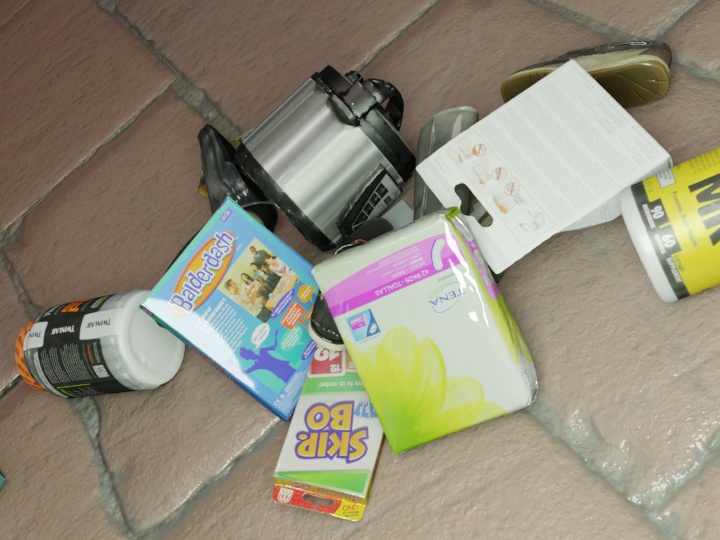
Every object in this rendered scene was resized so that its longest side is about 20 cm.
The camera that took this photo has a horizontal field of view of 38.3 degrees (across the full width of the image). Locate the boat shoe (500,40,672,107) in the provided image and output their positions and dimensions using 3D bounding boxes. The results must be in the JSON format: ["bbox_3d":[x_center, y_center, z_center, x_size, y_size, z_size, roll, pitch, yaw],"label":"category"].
[{"bbox_3d":[0.257,-0.217,1.176,0.199,0.073,0.065,1,43,35],"label":"boat shoe"}]

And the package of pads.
[{"bbox_3d":[0.066,0.055,0.980,0.154,0.201,0.068,-23,4,21],"label":"package of pads"}]

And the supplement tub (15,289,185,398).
[{"bbox_3d":[-0.329,0.095,1.298,0.199,0.123,0.123,-10,48,31],"label":"supplement tub"}]

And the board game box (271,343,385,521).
[{"bbox_3d":[-0.019,0.149,1.052,0.095,0.030,0.201,10,59,12],"label":"board game box"}]

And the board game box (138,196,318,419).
[{"bbox_3d":[-0.115,0.042,1.129,0.152,0.200,0.045,-52,7,-15],"label":"board game box"}]

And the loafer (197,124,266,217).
[{"bbox_3d":[-0.193,-0.130,1.399,0.072,0.073,0.200,-40,39,8],"label":"loafer"}]

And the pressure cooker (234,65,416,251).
[{"bbox_3d":[-0.028,-0.145,1.236,0.200,0.179,0.176,-43,32,1],"label":"pressure cooker"}]

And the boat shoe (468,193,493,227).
[{"bbox_3d":[0.197,-0.106,1.108,0.200,0.075,0.068,-34,45,9],"label":"boat shoe"}]

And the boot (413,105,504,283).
[{"bbox_3d":[0.103,-0.078,1.093,0.182,0.072,0.201,-10,57,55],"label":"boot"}]

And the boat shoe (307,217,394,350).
[{"bbox_3d":[0.003,0.001,1.118,0.073,0.063,0.202,25,40,3],"label":"boat shoe"}]

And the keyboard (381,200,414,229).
[{"bbox_3d":[0.070,-0.018,1.181,0.056,0.011,0.200,-36,40,-2],"label":"keyboard"}]

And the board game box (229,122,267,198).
[{"bbox_3d":[-0.108,-0.171,1.444,0.200,0.029,0.135,-30,40,12],"label":"board game box"}]

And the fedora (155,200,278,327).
[{"bbox_3d":[-0.148,0.016,1.227,0.201,0.201,0.092,-44,73,-5],"label":"fedora"}]

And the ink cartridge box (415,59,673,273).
[{"bbox_3d":[0.179,-0.098,1.028,0.200,0.047,0.160,-35,57,1],"label":"ink cartridge box"}]

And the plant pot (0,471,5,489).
[{"bbox_3d":[-0.561,0.285,1.296,0.200,0.142,0.141,-43,39,-14],"label":"plant pot"}]

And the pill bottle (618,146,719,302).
[{"bbox_3d":[0.342,-0.059,0.920,0.199,0.114,0.115,-25,42,19],"label":"pill bottle"}]
